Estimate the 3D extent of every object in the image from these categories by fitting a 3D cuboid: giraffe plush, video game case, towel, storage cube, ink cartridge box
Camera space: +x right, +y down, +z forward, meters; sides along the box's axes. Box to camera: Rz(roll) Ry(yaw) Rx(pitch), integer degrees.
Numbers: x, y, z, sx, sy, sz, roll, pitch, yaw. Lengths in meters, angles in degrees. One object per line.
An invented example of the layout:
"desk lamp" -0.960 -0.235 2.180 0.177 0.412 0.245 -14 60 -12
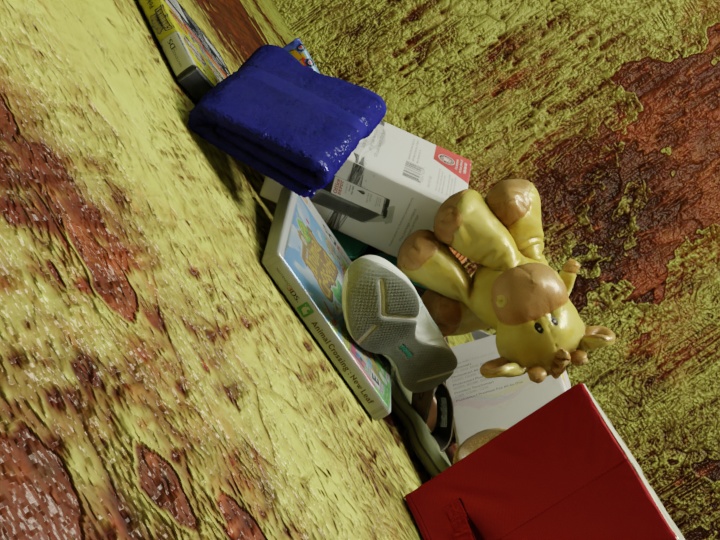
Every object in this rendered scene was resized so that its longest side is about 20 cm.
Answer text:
"giraffe plush" 0.147 0.033 1.273 0.200 0.172 0.162 46 8 -28
"video game case" -0.167 -0.214 1.416 0.182 0.025 0.200 61 6 32
"towel" -0.068 -0.144 1.283 0.147 0.050 0.200 25 30 5
"storage cube" 0.172 0.237 1.112 0.200 0.179 0.172 49 10 -46
"video game case" -0.025 0.023 1.256 0.183 0.022 0.200 55 14 -17
"ink cartridge box" 0.008 -0.097 1.402 0.199 0.083 0.147 24 26 -3
"ink cartridge box" 0.168 0.160 1.431 0.129 0.124 0.201 64 13 -46

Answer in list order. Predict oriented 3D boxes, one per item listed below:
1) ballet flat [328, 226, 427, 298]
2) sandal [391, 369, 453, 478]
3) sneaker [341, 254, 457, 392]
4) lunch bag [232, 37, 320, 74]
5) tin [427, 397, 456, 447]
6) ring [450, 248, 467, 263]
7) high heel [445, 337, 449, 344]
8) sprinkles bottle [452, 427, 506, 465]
"ballet flat" 0.000 0.000 1.390 0.199 0.069 0.068 32 31 14
"sandal" 0.068 0.142 1.323 0.080 0.057 0.202 50 8 -49
"sneaker" 0.024 0.039 1.229 0.081 0.070 0.201 62 4 37
"lunch bag" -0.075 -0.165 1.614 0.151 0.093 0.200 62 -6 8
"tin" 0.047 0.104 1.455 0.201 0.042 0.112 58 2 10
"ring" 0.035 -0.052 1.584 0.201 0.198 0.019 -113 -148 -57
"high heel" 0.066 0.056 1.661 0.143 0.071 0.201 35 30 -84
"sprinkles bottle" 0.150 0.244 1.268 0.068 0.068 0.201 -111 177 -62
